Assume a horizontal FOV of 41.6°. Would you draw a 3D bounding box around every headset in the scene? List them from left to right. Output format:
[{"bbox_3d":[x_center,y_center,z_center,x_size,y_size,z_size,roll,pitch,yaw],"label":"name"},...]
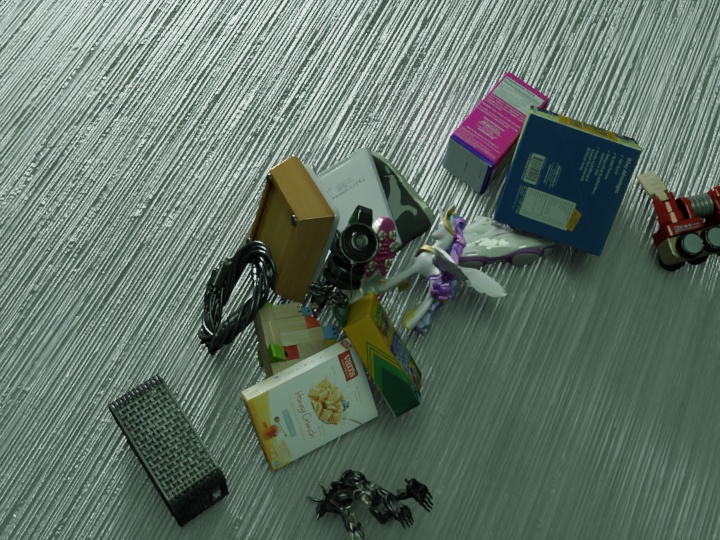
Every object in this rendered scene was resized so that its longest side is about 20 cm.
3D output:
[{"bbox_3d":[-0.029,-0.022,1.515,0.093,0.124,0.202,18,43,-10],"label":"headset"}]

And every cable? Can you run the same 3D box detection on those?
[{"bbox_3d":[-0.206,0.050,1.583,0.051,0.162,0.202,36,59,-36],"label":"cable"}]

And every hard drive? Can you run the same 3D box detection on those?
[{"bbox_3d":[-0.011,-0.105,1.701,0.131,0.025,0.202,-28,64,23],"label":"hard drive"}]

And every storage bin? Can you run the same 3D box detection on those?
[{"bbox_3d":[-0.296,0.278,1.468,0.093,0.136,0.201,-32,70,-18],"label":"storage bin"}]

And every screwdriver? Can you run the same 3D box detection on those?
[{"bbox_3d":[-0.057,-0.106,1.700,0.029,0.028,0.203,-10,68,-3],"label":"screwdriver"}]

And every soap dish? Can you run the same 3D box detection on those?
[{"bbox_3d":[-0.118,-0.067,1.599,0.080,0.201,0.158,-7,48,-31],"label":"soap dish"}]

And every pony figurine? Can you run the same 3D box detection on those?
[{"bbox_3d":[0.137,0.008,1.614,0.200,0.166,0.193,-49,52,12],"label":"pony figurine"}]

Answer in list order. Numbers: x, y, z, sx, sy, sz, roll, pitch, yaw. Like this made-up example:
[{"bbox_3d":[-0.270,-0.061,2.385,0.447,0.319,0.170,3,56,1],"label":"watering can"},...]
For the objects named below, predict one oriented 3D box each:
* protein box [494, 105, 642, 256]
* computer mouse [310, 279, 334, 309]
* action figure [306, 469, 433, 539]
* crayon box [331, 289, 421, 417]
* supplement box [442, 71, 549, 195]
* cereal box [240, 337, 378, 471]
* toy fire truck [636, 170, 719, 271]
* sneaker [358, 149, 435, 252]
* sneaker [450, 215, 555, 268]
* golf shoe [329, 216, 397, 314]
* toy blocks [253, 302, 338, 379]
[{"bbox_3d":[0.363,-0.162,1.680,0.197,0.135,0.201,19,107,5],"label":"protein box"},{"bbox_3d":[-0.078,-0.035,1.668,0.043,0.110,0.202,-2,54,-27],"label":"computer mouse"},{"bbox_3d":[0.009,0.367,1.460,0.119,0.198,0.103,-37,109,-44],"label":"action figure"},{"bbox_3d":[0.030,0.120,1.528,0.051,0.126,0.201,-29,101,12],"label":"crayon box"},{"bbox_3d":[0.255,-0.260,1.792,0.103,0.102,0.200,37,66,14],"label":"supplement box"},{"bbox_3d":[-0.079,0.214,1.520,0.198,0.145,0.039,-26,28,-15],"label":"cereal box"},{"bbox_3d":[0.606,-0.115,1.751,0.174,0.129,0.203,-14,76,-11],"label":"toy fire truck"},{"bbox_3d":[0.034,-0.129,1.726,0.106,0.075,0.200,-39,74,-20],"label":"sneaker"},{"bbox_3d":[0.252,-0.060,1.708,0.197,0.075,0.101,-4,65,-6],"label":"sneaker"},{"bbox_3d":[0.000,0.000,1.621,0.091,0.075,0.203,22,97,39],"label":"golf shoe"},{"bbox_3d":[-0.096,0.132,1.590,0.135,0.100,0.202,-7,64,-21],"label":"toy blocks"}]
